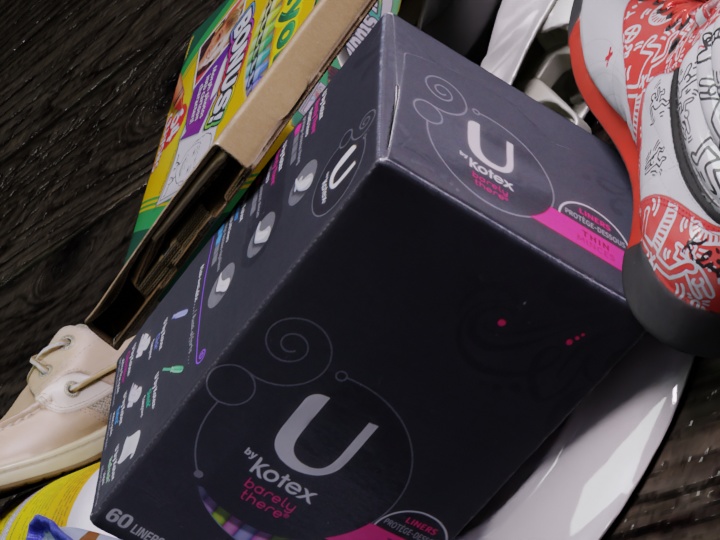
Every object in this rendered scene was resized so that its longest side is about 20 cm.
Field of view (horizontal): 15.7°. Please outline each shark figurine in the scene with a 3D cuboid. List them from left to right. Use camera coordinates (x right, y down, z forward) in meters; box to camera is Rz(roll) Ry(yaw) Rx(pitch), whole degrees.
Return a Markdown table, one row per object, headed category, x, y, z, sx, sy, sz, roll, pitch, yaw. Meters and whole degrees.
| category | x | y | z | sx | sy | sz | roll | pitch | yaw |
| --- | --- | --- | --- | --- | --- | --- | --- | --- | --- |
| shark figurine | 0.044 | -0.097 | 1.174 | 0.215 | 0.089 | 0.128 | 129 | 160 | -56 |

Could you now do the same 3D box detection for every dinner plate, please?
| category | x | y | z | sx | sy | sz | roll | pitch | yaw |
| --- | --- | --- | --- | --- | --- | --- | --- | --- | --- |
| dinner plate | 0.065 | 0.049 | 1.010 | 0.200 | 0.024 | 0.200 | -51 | 22 | 30 |

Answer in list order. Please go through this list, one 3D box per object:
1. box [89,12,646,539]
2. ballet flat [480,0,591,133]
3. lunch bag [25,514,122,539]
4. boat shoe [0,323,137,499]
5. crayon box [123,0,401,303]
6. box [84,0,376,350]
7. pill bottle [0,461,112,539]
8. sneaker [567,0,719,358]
| category | x | y | z | sx | sy | sz | roll | pitch | yaw |
| --- | --- | --- | --- | --- | --- | --- | --- | --- | --- |
| box | 0.002 | 0.027 | 0.977 | 0.200 | 0.122 | 0.106 | -51 | 20 | 29 |
| ballet flat | 0.082 | -0.077 | 1.094 | 0.200 | 0.069 | 0.069 | -60 | 19 | -8 |
| lunch bag | -0.038 | 0.169 | 0.886 | 0.124 | 0.170 | 0.200 | -67 | 18 | -2 |
| boat shoe | -0.132 | 0.059 | 1.263 | 0.200 | 0.065 | 0.072 | -23 | -2 | -18 |
| crayon box | -0.049 | -0.097 | 1.448 | 0.173 | 0.058 | 0.200 | -42 | 27 | 44 |
| box | -0.034 | -0.072 | 1.089 | 0.200 | 0.021 | 0.164 | -57 | 5 | -36 |
| pill bottle | -0.100 | 0.135 | 1.185 | 0.200 | 0.104 | 0.104 | -26 | 39 | 60 |
| sneaker | 0.130 | -0.073 | 0.924 | 0.202 | 0.067 | 0.108 | -93 | 24 | -47 |
